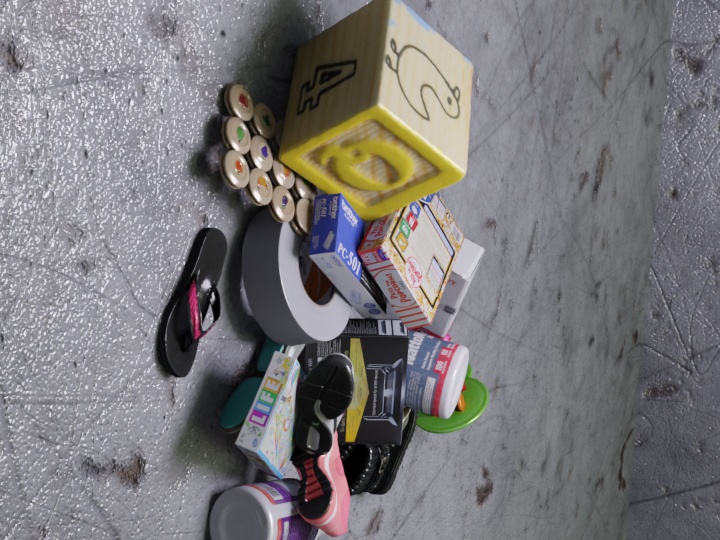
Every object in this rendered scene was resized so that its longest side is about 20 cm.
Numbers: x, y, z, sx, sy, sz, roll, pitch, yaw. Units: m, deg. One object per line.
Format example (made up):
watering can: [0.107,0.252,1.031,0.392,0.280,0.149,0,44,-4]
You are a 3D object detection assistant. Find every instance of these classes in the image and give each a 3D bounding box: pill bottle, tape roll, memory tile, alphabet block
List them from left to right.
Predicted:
memory tile: [-0.119,-0.146,1.580,0.199,0.017,0.156,35,49,-48]
pill bottle: [-0.123,0.364,1.718,0.199,0.110,0.113,9,91,-61]
tape roll: [-0.086,0.003,1.665,0.200,0.065,0.204,24,63,-57]
alphabet block: [0.024,-0.220,1.620,0.194,0.195,0.203,31,51,-35]
pill bottle: [0.065,0.153,1.887,0.119,0.197,0.121,16,90,-76]

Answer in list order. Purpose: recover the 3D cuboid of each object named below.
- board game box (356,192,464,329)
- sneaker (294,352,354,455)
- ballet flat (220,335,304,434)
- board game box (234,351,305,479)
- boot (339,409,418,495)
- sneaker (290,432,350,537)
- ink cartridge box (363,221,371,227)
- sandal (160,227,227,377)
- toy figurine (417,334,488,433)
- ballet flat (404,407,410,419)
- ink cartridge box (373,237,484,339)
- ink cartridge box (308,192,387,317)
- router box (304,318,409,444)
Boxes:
board game box: [0.079,-0.039,1.721,0.152,0.046,0.201,57,37,-27]
sneaker: [-0.044,0.160,1.666,0.116,0.075,0.202,-71,179,-45]
ballet flat: [-0.132,0.163,1.679,0.064,0.067,0.201,58,47,-39]
board game box: [-0.115,0.206,1.633,0.200,0.034,0.136,75,36,-69]
boot: [0.023,0.285,1.995,0.157,0.078,0.214,25,77,-61]
sneaker: [-0.055,0.307,1.726,0.087,0.073,0.202,54,20,-36]
ink cartridge box: [0.024,-0.162,1.867,0.116,0.067,0.203,-41,133,-50]
sandal: [-0.208,0.041,1.527,0.075,0.044,0.203,38,66,-59]
toy figurine: [0.143,0.162,2.152,0.201,0.148,0.186,-77,151,-55]
ballet flat: [0.034,0.240,1.930,0.199,0.075,0.065,-33,95,-38]
ink cartridge box: [0.103,0.017,1.912,0.084,0.144,0.201,-54,169,-40]
ink cartridge box: [-0.012,-0.019,1.673,0.200,0.044,0.095,50,39,-55]
router box: [-0.009,0.171,1.792,0.052,0.154,0.203,-94,-173,-61]
